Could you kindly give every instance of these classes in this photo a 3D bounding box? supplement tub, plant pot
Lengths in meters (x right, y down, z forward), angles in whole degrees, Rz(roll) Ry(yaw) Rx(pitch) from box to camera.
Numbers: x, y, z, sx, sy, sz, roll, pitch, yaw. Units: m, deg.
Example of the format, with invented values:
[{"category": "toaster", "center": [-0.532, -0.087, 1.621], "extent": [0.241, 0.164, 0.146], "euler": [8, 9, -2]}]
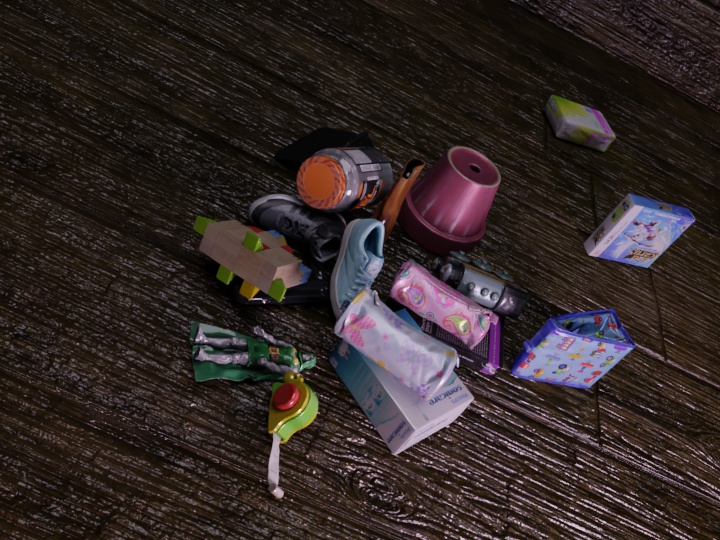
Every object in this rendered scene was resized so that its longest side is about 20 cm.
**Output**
[{"category": "supplement tub", "center": [-0.030, -0.176, 1.339], "extent": [0.123, 0.123, 0.200], "euler": [44, 27, 15]}, {"category": "plant pot", "center": [0.202, -0.160, 1.499], "extent": [0.200, 0.179, 0.200], "euler": [16, 43, -15]}]

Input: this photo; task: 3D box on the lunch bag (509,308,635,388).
[{"category": "lunch bag", "center": [0.389, 0.152, 1.324], "extent": [0.200, 0.151, 0.094], "euler": [3, 48, -29]}]

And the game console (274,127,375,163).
[{"category": "game console", "center": [-0.059, -0.231, 1.535], "extent": [0.200, 0.116, 0.176], "euler": [-43, 108, -47]}]

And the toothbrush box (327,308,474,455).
[{"category": "toothbrush box", "center": [0.066, 0.179, 1.154], "extent": [0.146, 0.085, 0.200], "euler": [-18, 60, -41]}]

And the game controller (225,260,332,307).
[{"category": "game controller", "center": [-0.143, 0.020, 1.231], "extent": [0.200, 0.042, 0.104], "euler": [0, 35, -31]}]

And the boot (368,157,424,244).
[{"category": "boot", "center": [0.050, -0.103, 1.334], "extent": [0.068, 0.200, 0.188], "euler": [38, 42, 5]}]

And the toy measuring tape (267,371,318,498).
[{"category": "toy measuring tape", "center": [-0.097, 0.229, 1.017], "extent": [0.073, 0.074, 0.200], "euler": [15, 43, -17]}]

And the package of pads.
[{"category": "package of pads", "center": [0.678, -0.454, 2.153], "extent": [0.199, 0.068, 0.155], "euler": [12, 43, -20]}]

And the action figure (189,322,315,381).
[{"category": "action figure", "center": [-0.163, 0.132, 1.094], "extent": [0.200, 0.055, 0.118], "euler": [11, 42, -27]}]

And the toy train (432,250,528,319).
[{"category": "toy train", "center": [0.239, 0.028, 1.383], "extent": [0.200, 0.085, 0.114], "euler": [23, 12, -12]}]

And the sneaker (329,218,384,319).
[{"category": "sneaker", "center": [0.000, 0.000, 1.234], "extent": [0.074, 0.082, 0.201], "euler": [13, 78, -36]}]

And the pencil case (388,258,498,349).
[{"category": "pencil case", "center": [0.150, 0.060, 1.272], "extent": [0.200, 0.088, 0.087], "euler": [32, 41, 4]}]

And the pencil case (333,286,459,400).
[{"category": "pencil case", "center": [0.054, 0.112, 1.085], "extent": [0.200, 0.083, 0.091], "euler": [36, 77, 5]}]

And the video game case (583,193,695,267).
[{"category": "video game case", "center": [0.689, -0.094, 1.720], "extent": [0.199, 0.181, 0.046], "euler": [10, 46, -22]}]

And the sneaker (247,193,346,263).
[{"category": "sneaker", "center": [-0.107, -0.077, 1.295], "extent": [0.200, 0.076, 0.114], "euler": [11, 29, -26]}]

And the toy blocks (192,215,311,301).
[{"category": "toy blocks", "center": [-0.170, -0.029, 1.181], "extent": [0.200, 0.100, 0.137], "euler": [31, 20, 19]}]

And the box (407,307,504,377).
[{"category": "box", "center": [0.182, 0.107, 1.334], "extent": [0.200, 0.036, 0.143], "euler": [26, 41, -8]}]
